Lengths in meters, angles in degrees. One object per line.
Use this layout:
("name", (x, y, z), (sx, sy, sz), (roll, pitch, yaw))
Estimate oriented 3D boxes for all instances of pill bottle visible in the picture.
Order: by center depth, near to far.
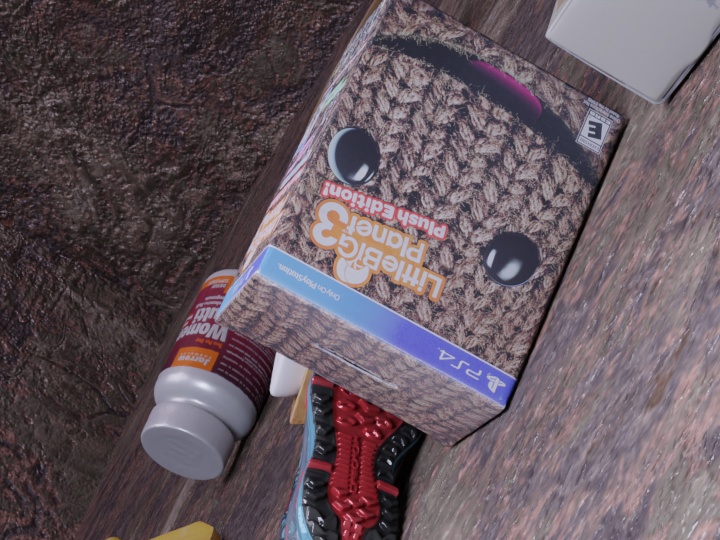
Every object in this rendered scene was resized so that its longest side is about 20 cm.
("pill bottle", (-0.145, 0.106, 2.193), (0.110, 0.109, 0.201), (-51, 12, 55))

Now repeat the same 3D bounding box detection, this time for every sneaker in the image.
("sneaker", (-0.019, 0.133, 1.335), (0.096, 0.079, 0.200), (-59, 7, 34))

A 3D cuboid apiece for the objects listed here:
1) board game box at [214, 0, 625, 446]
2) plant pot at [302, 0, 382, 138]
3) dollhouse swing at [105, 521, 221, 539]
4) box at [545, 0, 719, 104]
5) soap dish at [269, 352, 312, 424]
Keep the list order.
("board game box", (0.035, -0.030, 1.239), (0.201, 0.159, 0.097), (-66, 8, -23))
("plant pot", (0.026, -0.195, 2.190), (0.202, 0.092, 0.201), (-59, 7, 12))
("dollhouse swing", (-0.201, 0.354, 1.962), (0.200, 0.175, 0.183), (-76, -26, -61))
("box", (0.174, -0.197, 1.211), (0.095, 0.077, 0.201), (-54, 10, 41))
("soap dish", (0.000, 0.000, 1.572), (0.157, 0.081, 0.201), (-82, 10, -71))
